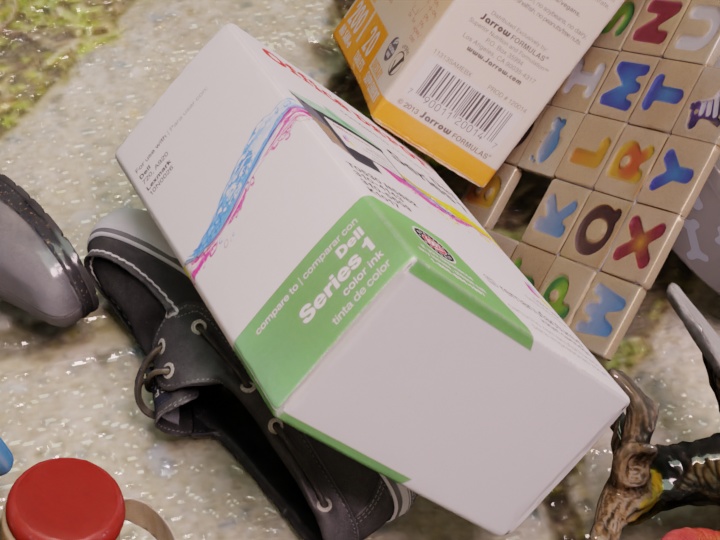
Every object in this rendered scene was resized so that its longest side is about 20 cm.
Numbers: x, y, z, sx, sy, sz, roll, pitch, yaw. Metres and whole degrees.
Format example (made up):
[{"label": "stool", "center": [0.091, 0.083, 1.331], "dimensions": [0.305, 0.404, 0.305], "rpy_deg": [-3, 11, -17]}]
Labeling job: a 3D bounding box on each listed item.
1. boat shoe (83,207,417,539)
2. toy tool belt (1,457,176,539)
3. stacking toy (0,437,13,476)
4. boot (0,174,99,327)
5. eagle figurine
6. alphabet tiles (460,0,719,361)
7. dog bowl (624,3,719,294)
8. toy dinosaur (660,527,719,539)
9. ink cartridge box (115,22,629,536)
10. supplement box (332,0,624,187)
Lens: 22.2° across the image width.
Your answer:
[{"label": "boat shoe", "center": [-0.064, 0.052, 0.822], "dimensions": [0.200, 0.070, 0.066], "rpy_deg": [43, 58, 15]}, {"label": "toy tool belt", "center": [-0.149, 0.177, 0.691], "dimensions": [0.124, 0.123, 0.200], "rpy_deg": [20, 45, 6]}, {"label": "stacking toy", "center": [-0.222, 0.135, 0.726], "dimensions": [0.116, 0.110, 0.201], "rpy_deg": [3, 62, 15]}, {"label": "boot", "center": [-0.227, 0.002, 0.846], "dimensions": [0.200, 0.070, 0.132], "rpy_deg": [28, 57, 28]}, {"label": "eagle figurine", "center": [0.200, 0.102, 0.776], "dimensions": [0.199, 0.151, 0.152], "rpy_deg": [4, 41, 10]}, {"label": "alphabet tiles", "center": [0.113, -0.068, 0.834], "dimensions": [0.008, 0.167, 0.201], "rpy_deg": [28, 88, -28]}, {"label": "dog bowl", "center": [0.203, -0.065, 0.891], "dimensions": [0.200, 0.059, 0.201], "rpy_deg": [20, 54, -30]}, {"label": "toy dinosaur", "center": [0.150, 0.181, 0.639], "dimensions": [0.105, 0.200, 0.182], "rpy_deg": [-14, 91, -25]}, {"label": "ink cartridge box", "center": [0.000, 0.000, 0.775], "dimensions": [0.084, 0.145, 0.200], "rpy_deg": [-49, 41, 11]}, {"label": "supplement box", "center": [0.077, -0.157, 0.886], "dimensions": [0.073, 0.200, 0.126], "rpy_deg": [30, 16, -22]}]
